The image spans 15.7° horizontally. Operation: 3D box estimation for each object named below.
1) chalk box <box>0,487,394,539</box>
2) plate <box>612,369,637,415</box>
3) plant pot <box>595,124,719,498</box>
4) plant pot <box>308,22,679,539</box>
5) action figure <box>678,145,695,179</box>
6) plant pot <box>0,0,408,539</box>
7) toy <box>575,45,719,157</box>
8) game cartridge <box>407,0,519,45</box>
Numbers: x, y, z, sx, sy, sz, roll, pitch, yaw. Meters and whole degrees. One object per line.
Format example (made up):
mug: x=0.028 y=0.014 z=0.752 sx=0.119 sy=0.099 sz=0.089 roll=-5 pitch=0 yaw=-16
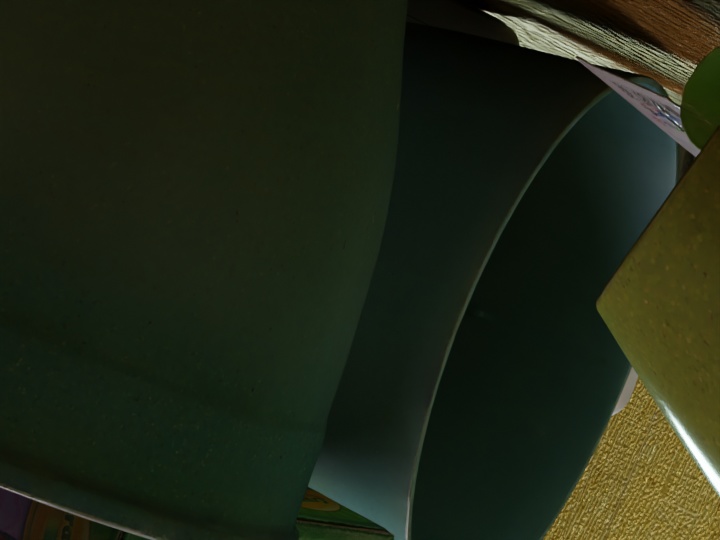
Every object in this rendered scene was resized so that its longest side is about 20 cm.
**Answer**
chalk box: x=-0.082 y=0.112 z=0.818 sx=0.199 sy=0.125 sz=0.124 roll=23 pitch=-176 yaw=38
plate: x=0.035 y=0.004 z=1.104 sx=0.198 sy=0.033 sz=0.200 roll=4 pitch=140 yaw=-5
plant pot: x=0.158 y=0.030 z=0.564 sx=0.200 sy=0.188 sz=0.187 roll=38 pitch=-178 yaw=6
plant pot: x=0.000 y=0.000 z=0.938 sx=0.160 sy=0.202 sz=0.200 roll=22 pitch=180 yaw=23
action figure: x=0.178 y=-0.013 z=1.020 sx=0.130 sy=0.070 sz=0.200 roll=30 pitch=174 yaw=3
plant pot: x=-0.076 y=-0.049 z=0.696 sx=0.199 sy=0.189 sz=0.200 roll=22 pitch=-179 yaw=0
toy: x=0.163 y=-0.026 z=0.789 sx=0.115 sy=0.047 sz=0.199 roll=27 pitch=-178 yaw=40
game cartridge: x=-0.037 y=-0.120 z=1.059 sx=0.133 sy=0.042 sz=0.200 roll=27 pitch=178 yaw=-31
